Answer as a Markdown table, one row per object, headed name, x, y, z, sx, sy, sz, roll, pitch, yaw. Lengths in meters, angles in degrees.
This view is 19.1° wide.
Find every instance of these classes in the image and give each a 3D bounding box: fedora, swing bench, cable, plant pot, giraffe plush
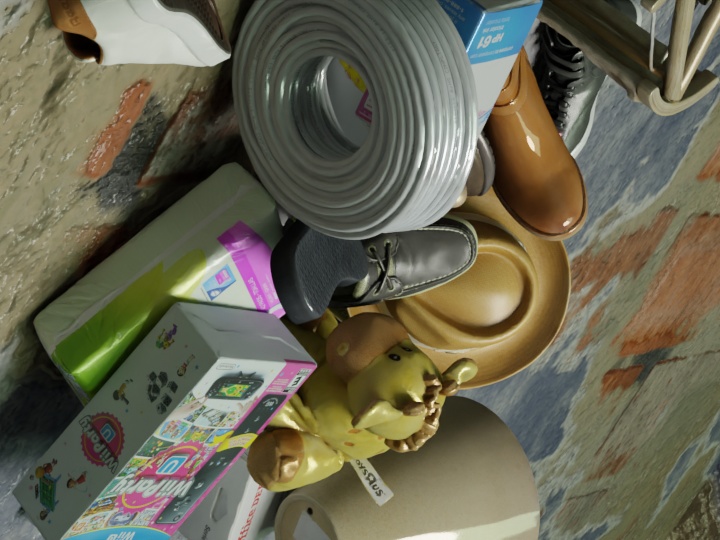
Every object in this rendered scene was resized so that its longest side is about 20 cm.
| name | x | y | z | sx | sy | sz | roll | pitch | yaw |
| --- | --- | --- | --- | --- | --- | --- | --- | --- | --- |
| fedora | 0.087 | 0.014 | 1.821 | 0.201 | 0.200 | 0.082 | -51 | -172 | -1 |
| swing bench | 0.200 | -0.246 | 1.714 | 0.130 | 0.199 | 0.200 | -34 | 151 | -37 |
| cable | -0.005 | -0.121 | 1.506 | 0.069 | 0.200 | 0.200 | -19 | 147 | -46 |
| plant pot | 0.028 | 0.224 | 1.936 | 0.200 | 0.187 | 0.188 | -11 | 136 | -41 |
| giraffe plush | -0.003 | 0.100 | 1.747 | 0.162 | 0.200 | 0.173 | -31 | -157 | 53 |

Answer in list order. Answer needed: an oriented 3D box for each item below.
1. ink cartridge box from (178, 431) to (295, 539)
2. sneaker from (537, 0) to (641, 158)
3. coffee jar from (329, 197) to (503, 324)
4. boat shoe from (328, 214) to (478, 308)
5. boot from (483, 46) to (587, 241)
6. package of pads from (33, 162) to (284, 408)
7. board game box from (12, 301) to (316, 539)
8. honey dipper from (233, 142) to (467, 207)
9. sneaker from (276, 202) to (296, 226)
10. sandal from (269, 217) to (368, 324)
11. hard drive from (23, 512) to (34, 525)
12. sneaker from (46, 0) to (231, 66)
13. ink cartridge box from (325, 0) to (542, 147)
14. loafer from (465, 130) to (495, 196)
| name | x | y | z | sx | sy | sz | roll | pitch | yaw |
| --- | --- | --- | --- | --- | --- | --- | --- | --- | --- |
| ink cartridge box | -0.076 | 0.158 | 1.947 | 0.200 | 0.084 | 0.145 | -30 | 150 | -43 |
| sneaker | 0.183 | -0.174 | 1.972 | 0.200 | 0.071 | 0.099 | -61 | 155 | 8 |
| coffee jar | 0.034 | 0.008 | 1.900 | 0.200 | 0.104 | 0.085 | -51 | -171 | -1 |
| boat shoe | -0.001 | -0.001 | 1.737 | 0.066 | 0.200 | 0.072 | -104 | -173 | -76 |
| boot | 0.124 | -0.131 | 1.770 | 0.074 | 0.200 | 0.155 | -26 | 158 | 1 |
| package of pads | -0.141 | 0.027 | 1.623 | 0.200 | 0.068 | 0.155 | -38 | 155 | -10 |
| board game box | -0.145 | 0.119 | 1.607 | 0.200 | 0.064 | 0.147 | -48 | 155 | 17 |
| honey dipper | -0.003 | -0.069 | 1.673 | 0.200 | 0.038 | 0.038 | 8 | 124 | -28 |
| sneaker | -0.005 | -0.064 | 1.747 | 0.200 | 0.083 | 0.072 | -26 | 147 | -47 |
| sandal | -0.039 | -0.013 | 1.584 | 0.043 | 0.076 | 0.200 | -18 | -173 | 17 |
| hard drive | -0.185 | 0.138 | 1.781 | 0.200 | 0.027 | 0.132 | -53 | 158 | 1 |
| sneaker | -0.145 | -0.166 | 1.371 | 0.084 | 0.073 | 0.200 | -20 | 170 | 12 |
| ink cartridge box | 0.024 | -0.150 | 1.588 | 0.085 | 0.144 | 0.200 | -22 | 144 | -50 |
| loafer | 0.048 | -0.127 | 1.751 | 0.071 | 0.073 | 0.200 | -36 | 132 | -7 |
